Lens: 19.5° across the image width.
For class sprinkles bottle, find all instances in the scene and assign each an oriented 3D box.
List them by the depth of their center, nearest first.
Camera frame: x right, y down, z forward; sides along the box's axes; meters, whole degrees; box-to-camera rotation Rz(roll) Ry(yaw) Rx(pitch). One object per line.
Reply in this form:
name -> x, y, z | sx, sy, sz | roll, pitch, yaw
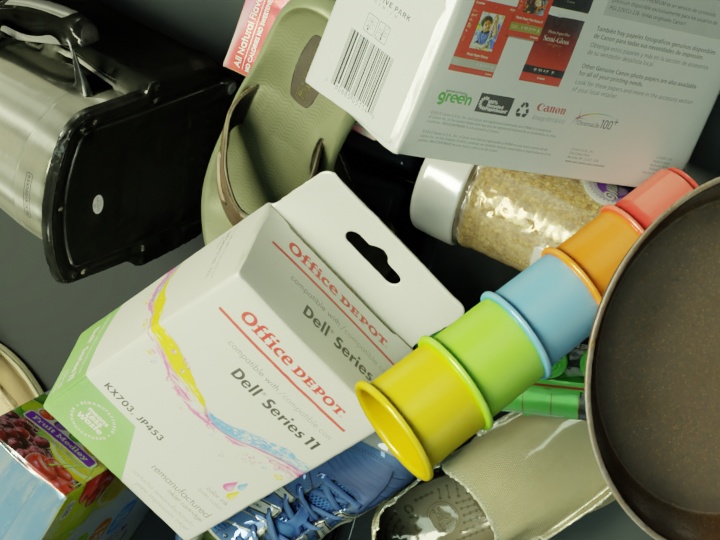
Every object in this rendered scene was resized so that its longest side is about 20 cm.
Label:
sprinkles bottle -> 0.127, -0.015, 1.119 | 0.199, 0.068, 0.069 | 25, 109, 15

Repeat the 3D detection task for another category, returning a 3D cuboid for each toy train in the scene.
toy train -> 0.052, 0.050, 1.124 | 0.199, 0.042, 0.057 | 7, 117, 13

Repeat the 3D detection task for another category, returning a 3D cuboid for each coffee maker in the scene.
coffee maker -> -0.170, -0.094, 1.184 | 0.200, 0.192, 0.135 | 32, 105, 31

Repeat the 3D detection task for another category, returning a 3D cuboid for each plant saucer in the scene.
plant saucer -> 0.193, 0.045, 1.043 | 0.199, 0.034, 0.201 | -5, 103, -22

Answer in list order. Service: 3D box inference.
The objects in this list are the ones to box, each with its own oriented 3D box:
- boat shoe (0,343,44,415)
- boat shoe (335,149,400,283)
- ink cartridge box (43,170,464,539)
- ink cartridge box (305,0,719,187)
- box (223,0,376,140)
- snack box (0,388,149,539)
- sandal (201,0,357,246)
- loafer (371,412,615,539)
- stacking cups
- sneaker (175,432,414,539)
boat shoe -> -0.268, 0.060, 1.295 | 0.200, 0.069, 0.074 | 46, 114, 7
boat shoe -> 0.000, 0.000, 1.179 | 0.056, 0.069, 0.201 | -11, 103, 19
ink cartridge box -> -0.056, 0.047, 1.091 | 0.200, 0.067, 0.117 | -34, 110, 34
ink cartridge box -> 0.099, -0.141, 1.026 | 0.084, 0.199, 0.176 | 42, 117, 44
box -> 0.016, -0.184, 1.113 | 0.102, 0.095, 0.201 | 27, 110, 16
snack box -> -0.182, 0.142, 1.206 | 0.068, 0.200, 0.169 | 38, 112, 10
sandal -> -0.047, -0.058, 1.093 | 0.080, 0.057, 0.202 | 29, 132, 13
loafer -> 0.086, 0.120, 1.164 | 0.200, 0.068, 0.076 | -34, 87, 25
stacking cups -> 0.092, 0.024, 1.044 | 0.200, 0.061, 0.061 | -36, 86, -15
sneaker -> -0.034, 0.131, 1.180 | 0.076, 0.077, 0.200 | 34, 142, -24
